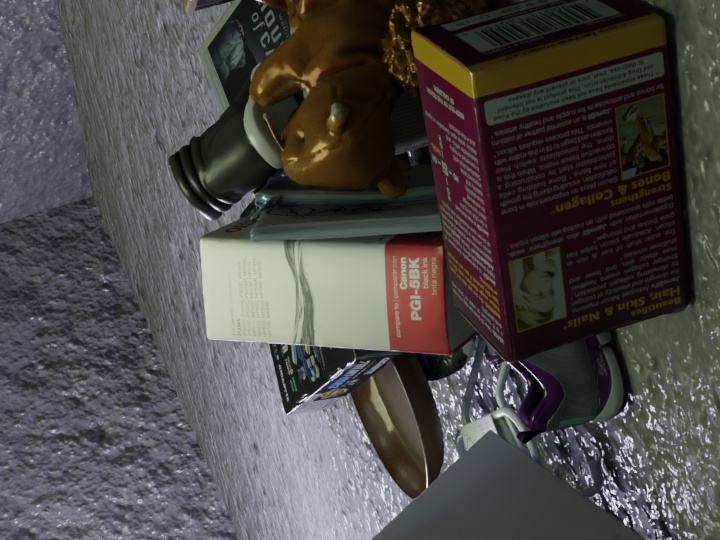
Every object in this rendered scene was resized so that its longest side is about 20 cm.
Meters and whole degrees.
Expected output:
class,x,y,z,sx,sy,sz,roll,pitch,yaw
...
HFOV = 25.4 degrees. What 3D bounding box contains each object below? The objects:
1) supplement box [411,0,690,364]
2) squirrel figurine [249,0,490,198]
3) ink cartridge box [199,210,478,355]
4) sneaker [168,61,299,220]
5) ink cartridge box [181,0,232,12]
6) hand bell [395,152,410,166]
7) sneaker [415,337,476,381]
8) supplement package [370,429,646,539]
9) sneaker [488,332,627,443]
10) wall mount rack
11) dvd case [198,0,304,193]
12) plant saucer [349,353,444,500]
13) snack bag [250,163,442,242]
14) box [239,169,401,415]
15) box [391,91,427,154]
class,x,y,z,sx,sy,sz,roll,pitch,yaw
supplement box,0.121,-0.063,1.002,0.103,0.131,0.200,-132,29,-60
squirrel figurine,0.014,-0.147,1.155,0.187,0.200,0.142,-88,-27,-45
ink cartridge box,0.000,0.000,1.192,0.147,0.200,0.083,-31,-60,-61
sneaker,-0.100,-0.104,1.268,0.071,0.099,0.200,54,-165,-14
ink cartridge box,-0.108,-0.351,1.427,0.075,0.164,0.200,167,86,-81
hand bell,0.014,-0.159,1.406,0.104,0.104,0.200,-133,41,-58
sneaker,0.067,0.052,1.424,0.200,0.077,0.076,-175,66,-75
supplement package,0.109,0.269,1.182,0.200,0.191,0.147,34,146,28
sneaker,0.127,0.023,1.156,0.074,0.087,0.200,170,82,-75
wall mount rack,0.126,0.114,1.310,0.174,0.074,0.200,67,165,7
dvd case,-0.079,-0.172,1.407,0.200,0.025,0.151,-39,69,60
plant saucer,0.027,0.109,1.431,0.200,0.032,0.200,59,163,30
snack bag,0.012,-0.053,1.183,0.200,0.188,0.021,-72,-21,-76
box,-0.039,0.007,1.392,0.198,0.050,0.200,138,121,-61
box,0.017,-0.198,1.320,0.068,0.082,0.200,153,100,-77
